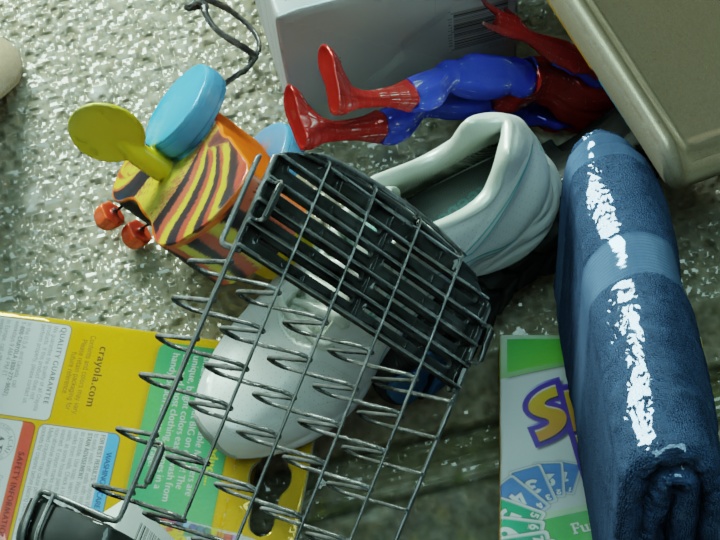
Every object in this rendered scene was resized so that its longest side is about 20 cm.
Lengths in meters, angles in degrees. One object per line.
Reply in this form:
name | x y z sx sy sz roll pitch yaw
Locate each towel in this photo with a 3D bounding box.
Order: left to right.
towel | 0.115 0.040 0.857 0.048 0.112 0.201 -2 42 -1

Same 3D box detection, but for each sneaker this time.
sneaker | 0.000 0.000 0.903 0.200 0.080 0.070 -43 67 -4
sneaker | 0.065 -0.028 0.975 0.200 0.073 0.082 -38 66 -13

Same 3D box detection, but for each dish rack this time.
dish rack | -0.031 0.058 0.826 0.054 0.153 0.201 6 68 49

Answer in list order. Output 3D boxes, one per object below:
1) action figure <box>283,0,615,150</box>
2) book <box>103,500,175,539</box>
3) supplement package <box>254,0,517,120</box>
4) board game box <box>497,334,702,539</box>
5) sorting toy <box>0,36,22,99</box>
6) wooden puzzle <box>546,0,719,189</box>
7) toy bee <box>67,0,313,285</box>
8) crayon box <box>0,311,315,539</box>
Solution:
action figure | 0.064 -0.090 0.984 0.199 0.065 0.052 -3 64 -29
book | -0.080 0.197 0.807 0.048 0.134 0.200 -34 18 27
supplement package | -0.006 -0.191 1.029 0.119 0.121 0.201 -16 66 -3
board game box | 0.108 0.093 0.903 0.095 0.030 0.200 0 40 3
sorting toy | -0.286 -0.088 1.003 0.199 0.037 0.185 11 24 7
wooden puzzle | 0.140 -0.128 0.963 0.200 0.037 0.186 -16 71 -50
toy bee | -0.077 -0.039 0.981 0.131 0.200 0.109 41 107 -5
crayon box | -0.119 0.092 0.947 0.199 0.052 0.126 7 66 9
